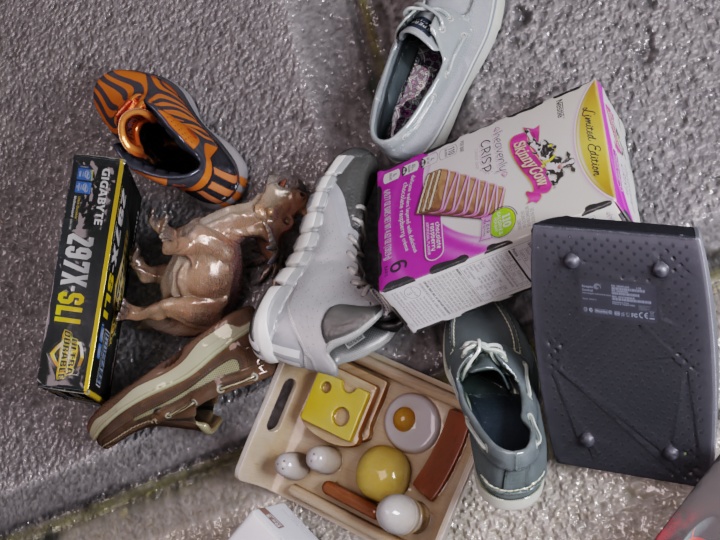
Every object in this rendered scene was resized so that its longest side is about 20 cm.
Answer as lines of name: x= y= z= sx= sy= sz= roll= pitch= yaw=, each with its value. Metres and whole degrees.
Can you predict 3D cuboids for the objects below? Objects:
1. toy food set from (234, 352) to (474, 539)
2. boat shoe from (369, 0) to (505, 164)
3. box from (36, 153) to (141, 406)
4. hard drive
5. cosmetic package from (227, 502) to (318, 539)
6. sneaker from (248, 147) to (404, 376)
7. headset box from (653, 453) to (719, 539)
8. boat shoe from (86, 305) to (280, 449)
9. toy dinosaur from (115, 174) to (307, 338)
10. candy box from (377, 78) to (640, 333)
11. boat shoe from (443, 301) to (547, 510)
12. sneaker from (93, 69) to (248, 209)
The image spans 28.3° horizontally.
toy food set: x=0.002 y=0.141 z=1.155 sx=0.199 sy=0.060 sz=0.144 roll=22 pitch=90 yaw=30
boat shoe: x=0.062 y=-0.186 z=1.191 sx=0.070 sy=0.071 sz=0.202 roll=19 pitch=88 yaw=30
box: x=-0.235 y=0.013 z=1.255 sx=0.049 sy=0.160 sz=0.201 roll=8 pitch=80 yaw=-1
hard drive: x=0.194 y=0.055 z=1.028 sx=0.134 sy=0.042 sz=0.201 roll=6 pitch=119 yaw=29
cosmetic package: x=-0.103 y=0.296 z=1.161 sx=0.102 sy=0.074 sz=0.200 roll=44 pitch=99 yaw=16
sneaker: x=0.000 y=0.000 z=1.174 sx=0.115 sy=0.075 sz=0.201 roll=18 pitch=73 yaw=24
headset box: x=0.257 y=0.247 z=0.986 sx=0.149 sy=0.075 sz=0.200 roll=40 pitch=98 yaw=28
boat shoe: x=-0.153 y=0.113 z=1.239 sx=0.202 sy=0.075 sz=0.075 roll=-35 pitch=87 yaw=28
toy dinosaur: x=-0.131 y=0.006 z=1.251 sx=0.201 sy=0.135 sz=0.086 roll=-59 pitch=21 yaw=29
candy box: x=0.111 y=-0.049 z=1.113 sx=0.199 sy=0.061 sz=0.137 roll=-22 pitch=44 yaw=21
boat shoe: x=0.103 y=0.081 z=1.079 sx=0.072 sy=0.062 sz=0.201 roll=-6 pitch=47 yaw=0
sneaker: x=-0.192 y=-0.136 z=1.291 sx=0.200 sy=0.112 sz=0.078 roll=37 pitch=96 yaw=29
